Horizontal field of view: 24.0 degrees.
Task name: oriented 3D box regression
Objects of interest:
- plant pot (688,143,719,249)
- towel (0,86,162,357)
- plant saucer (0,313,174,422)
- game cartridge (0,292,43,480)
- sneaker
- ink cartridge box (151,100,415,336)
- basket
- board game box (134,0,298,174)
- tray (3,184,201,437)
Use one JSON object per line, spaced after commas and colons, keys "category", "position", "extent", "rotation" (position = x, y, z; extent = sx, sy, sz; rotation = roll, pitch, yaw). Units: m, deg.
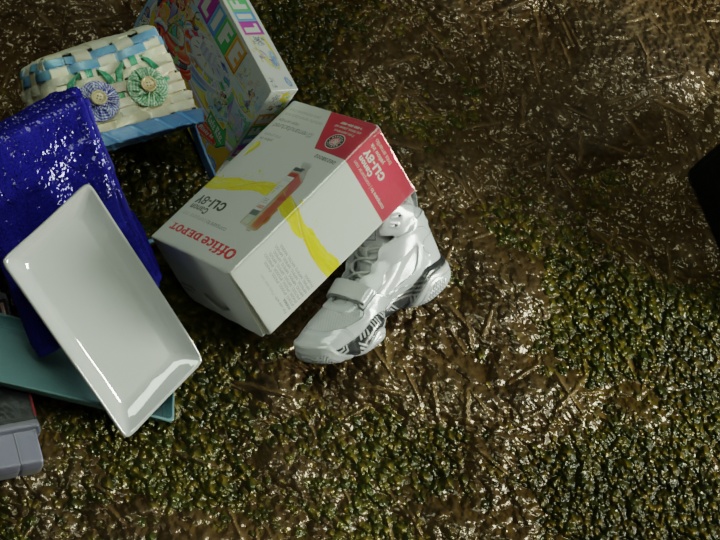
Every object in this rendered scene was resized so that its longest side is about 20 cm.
{"category": "plant pot", "position": [0.494, -0.082, 1.777], "extent": [0.198, 0.178, 0.201], "rotation": [-7, 60, -20]}
{"category": "towel", "position": [-0.258, -0.044, 1.475], "extent": [0.147, 0.049, 0.202], "rotation": [-37, 113, -37]}
{"category": "plant saucer", "position": [-0.258, 0.087, 1.498], "extent": [0.198, 0.019, 0.071], "rotation": [16, 50, -24]}
{"category": "game cartridge", "position": [-0.357, 0.093, 1.480], "extent": [0.128, 0.039, 0.202], "rotation": [-11, 63, -19]}
{"category": "sneaker", "position": [0.000, 0.000, 1.597], "extent": [0.199, 0.075, 0.116], "rotation": [-35, 118, -36]}
{"category": "ink cartridge box", "position": [-0.072, -0.052, 1.560], "extent": [0.200, 0.084, 0.145], "rotation": [-45, 36, -18]}
{"category": "basket", "position": [-0.232, -0.116, 1.597], "extent": [0.175, 0.139, 0.202], "rotation": [-22, 101, -26]}
{"category": "board game box", "position": [-0.146, -0.213, 1.676], "extent": [0.034, 0.135, 0.201], "rotation": [-8, 60, -40]}
{"category": "tray", "position": [-0.223, 0.036, 1.466], "extent": [0.107, 0.022, 0.201], "rotation": [-46, 120, -30]}
